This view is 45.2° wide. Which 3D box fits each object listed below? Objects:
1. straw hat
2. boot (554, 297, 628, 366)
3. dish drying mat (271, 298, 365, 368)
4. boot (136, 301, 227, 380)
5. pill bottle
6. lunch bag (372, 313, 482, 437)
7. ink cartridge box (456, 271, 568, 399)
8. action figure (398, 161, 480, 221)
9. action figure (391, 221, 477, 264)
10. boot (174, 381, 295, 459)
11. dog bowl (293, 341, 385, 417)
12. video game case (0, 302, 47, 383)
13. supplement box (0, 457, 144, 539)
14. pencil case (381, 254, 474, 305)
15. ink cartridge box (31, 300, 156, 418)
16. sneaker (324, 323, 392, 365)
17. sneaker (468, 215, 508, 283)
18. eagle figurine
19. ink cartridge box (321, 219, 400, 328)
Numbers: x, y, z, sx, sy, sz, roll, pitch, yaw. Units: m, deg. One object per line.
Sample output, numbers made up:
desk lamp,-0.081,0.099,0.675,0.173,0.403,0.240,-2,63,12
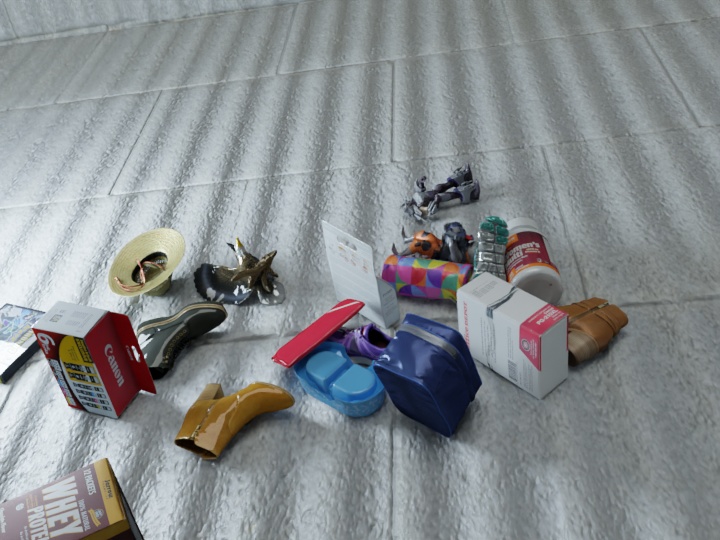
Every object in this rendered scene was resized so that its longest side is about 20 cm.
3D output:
straw hat,-0.465,0.007,1.945,0.196,0.086,0.204,-12,45,12
boot,0.389,0.085,1.629,0.153,0.075,0.200,-30,52,-24
dish drying mat,-0.081,0.117,1.663,0.199,0.018,0.076,-37,25,-24
boot,-0.360,0.150,1.744,0.196,0.078,0.140,-21,39,8
pill bottle,0.337,-0.015,1.743,0.107,0.112,0.202,-8,36,4
lunch bag,0.125,0.175,1.473,0.134,0.202,0.133,22,64,34
ink cartridge box,0.272,0.113,1.554,0.083,0.148,0.199,-29,40,-28
action figure,0.180,-0.181,2.050,0.196,0.070,0.131,-21,46,-7
action figure,0.176,-0.052,1.882,0.188,0.108,0.200,7,11,12
boot,-0.224,0.273,1.544,0.196,0.072,0.146,0,43,20
dog bowl,-0.035,0.202,1.596,0.197,0.050,0.111,22,47,36
video game case,-0.770,0.152,1.876,0.177,0.026,0.201,8,40,25
supplement box,-0.418,0.423,1.262,0.194,0.204,0.133,-22,36,-16
pencil case,0.141,0.019,1.773,0.196,0.090,0.089,9,39,26
ink cartridge box,-0.495,0.171,1.625,0.172,0.204,0.084,7,39,25
sneaker,0.005,0.130,1.654,0.196,0.085,0.081,11,40,32
sneaker,0.255,-0.001,1.724,0.076,0.205,0.091,12,-6,5
eagle figurine,-0.255,0.001,1.891,0.149,0.155,0.198,16,-17,-33
ink cartridge box,0.000,0.000,1.731,0.047,0.204,0.159,-32,41,-28
